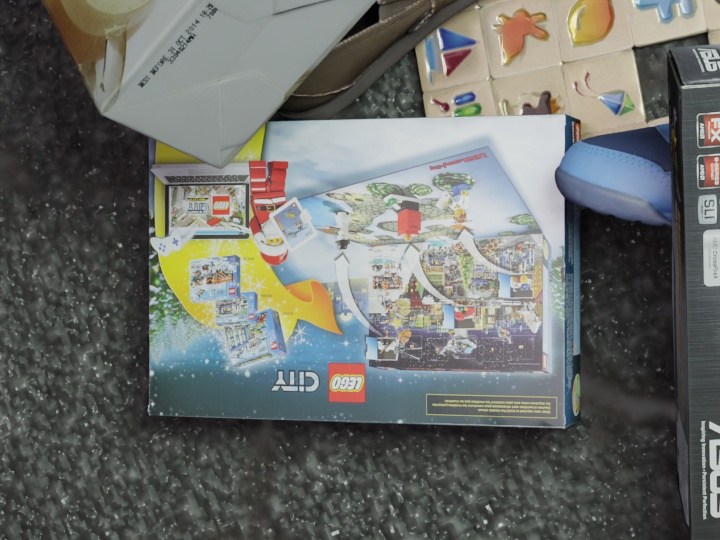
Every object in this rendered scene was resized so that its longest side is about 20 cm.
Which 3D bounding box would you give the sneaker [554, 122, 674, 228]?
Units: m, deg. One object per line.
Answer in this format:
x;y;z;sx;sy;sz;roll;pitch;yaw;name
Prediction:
0.179;-0.061;0.731;0.199;0.074;0.083;-6;105;4;sneaker

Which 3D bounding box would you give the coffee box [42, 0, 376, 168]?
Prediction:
-0.087;-0.159;0.768;0.114;0.080;0.200;-45;52;19;coffee box

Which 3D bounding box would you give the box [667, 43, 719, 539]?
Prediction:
0.202;0.008;0.689;0.158;0.048;0.201;-3;115;5;box

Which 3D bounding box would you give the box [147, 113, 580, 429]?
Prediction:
0.000;0.000;0.804;0.199;0.038;0.137;1;91;18;box

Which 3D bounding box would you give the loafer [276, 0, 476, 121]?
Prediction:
0.019;-0.142;0.780;0.073;0.071;0.200;47;106;15;loafer

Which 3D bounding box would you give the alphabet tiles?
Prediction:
0.102;-0.130;0.798;0.166;0.008;0.201;-11;86;16;alphabet tiles
